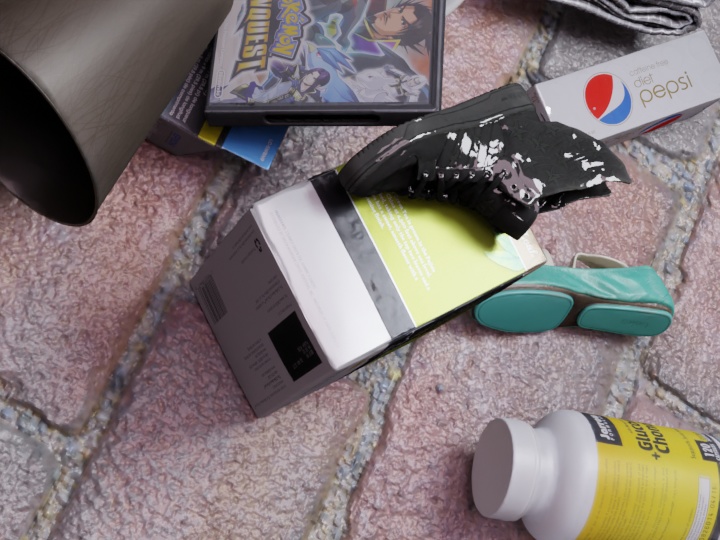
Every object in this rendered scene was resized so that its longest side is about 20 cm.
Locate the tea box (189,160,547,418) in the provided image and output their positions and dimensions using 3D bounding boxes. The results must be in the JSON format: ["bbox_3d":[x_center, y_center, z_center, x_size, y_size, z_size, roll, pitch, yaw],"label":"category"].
[{"bbox_3d":[0.000,0.000,1.058,0.196,0.200,0.134,-25,84,-25],"label":"tea box"}]

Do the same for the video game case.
[{"bbox_3d":[-0.023,-0.203,1.081,0.180,0.026,0.201,1,62,6],"label":"video game case"}]

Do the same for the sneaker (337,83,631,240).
[{"bbox_3d":[0.089,-0.066,0.966,0.199,0.060,0.105,-25,80,-29],"label":"sneaker"}]

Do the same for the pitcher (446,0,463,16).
[{"bbox_3d":[0.003,-0.294,1.192,0.200,0.121,0.172,41,84,6],"label":"pitcher"}]

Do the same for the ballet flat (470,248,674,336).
[{"bbox_3d":[0.179,0.017,1.202,0.199,0.067,0.071,4,50,-19],"label":"ballet flat"}]

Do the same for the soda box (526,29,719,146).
[{"bbox_3d":[0.238,-0.156,1.261,0.199,0.064,0.068,-20,83,-24],"label":"soda box"}]

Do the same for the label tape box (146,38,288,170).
[{"bbox_3d":[-0.144,-0.176,1.125,0.199,0.063,0.145,28,67,-11],"label":"label tape box"}]

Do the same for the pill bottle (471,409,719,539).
[{"bbox_3d":[0.199,0.176,1.132,0.199,0.112,0.113,11,73,-18],"label":"pill bottle"}]

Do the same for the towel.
[{"bbox_3d":[0.221,-0.309,1.263,0.199,0.086,0.166,11,54,-18],"label":"towel"}]

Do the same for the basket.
[{"bbox_3d":[-0.191,-0.164,0.996,0.200,0.135,0.181,-53,140,-31],"label":"basket"}]
